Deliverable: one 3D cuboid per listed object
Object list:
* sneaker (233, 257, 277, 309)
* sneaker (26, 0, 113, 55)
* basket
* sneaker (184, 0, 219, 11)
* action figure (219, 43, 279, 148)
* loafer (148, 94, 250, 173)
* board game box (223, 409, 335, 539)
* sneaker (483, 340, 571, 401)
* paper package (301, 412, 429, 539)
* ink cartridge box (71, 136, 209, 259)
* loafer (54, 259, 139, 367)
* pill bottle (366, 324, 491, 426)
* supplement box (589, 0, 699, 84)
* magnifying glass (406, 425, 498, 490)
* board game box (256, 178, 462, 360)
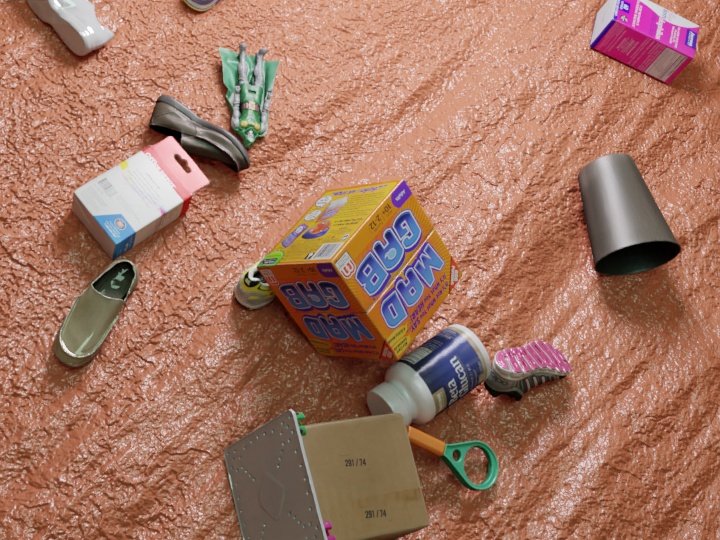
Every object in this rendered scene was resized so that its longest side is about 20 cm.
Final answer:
[{"bbox_3d":[-0.119,-0.001,1.698,0.199,0.076,0.076,-33,78,-29],"label":"sneaker"},{"bbox_3d":[-0.521,-0.472,1.794,0.200,0.075,0.088,52,49,2],"label":"sneaker"},{"bbox_3d":[0.496,-0.110,1.928,0.179,0.136,0.201,-3,63,-24],"label":"basket"},{"bbox_3d":[-0.256,-0.573,1.914,0.074,0.082,0.200,36,58,2],"label":"sneaker"},{"bbox_3d":[-0.200,-0.313,1.831,0.117,0.055,0.202,6,69,-19],"label":"action figure"},{"bbox_3d":[-0.283,-0.222,1.757,0.199,0.073,0.071,32,71,3],"label":"loafer"},{"bbox_3d":[-0.121,0.329,1.480,0.026,0.200,0.201,1,65,-40],"label":"board game box"},{"bbox_3d":[0.286,0.179,1.759,0.199,0.088,0.074,-2,46,-43],"label":"sneaker"},{"bbox_3d":[-0.019,0.326,1.537,0.199,0.103,0.192,-3,72,-35],"label":"paper package"},{"bbox_3d":[-0.363,-0.124,1.677,0.200,0.067,0.116,-37,82,-29],"label":"ink cartridge box"},{"bbox_3d":[-0.412,0.057,1.577,0.075,0.068,0.201,27,61,-5],"label":"loafer"},{"bbox_3d":[0.111,0.183,1.669,0.199,0.111,0.111,-32,79,-26],"label":"pill bottle"},{"bbox_3d":[0.608,-0.501,2.161,0.199,0.103,0.102,24,60,-9],"label":"supplement box"},{"bbox_3d":[0.149,0.299,1.643,0.199,0.022,0.080,28,64,-26],"label":"magnifying glass"},{"bbox_3d":[0.000,0.000,1.626,0.200,0.199,0.200,-50,118,-30],"label":"board game box"}]
